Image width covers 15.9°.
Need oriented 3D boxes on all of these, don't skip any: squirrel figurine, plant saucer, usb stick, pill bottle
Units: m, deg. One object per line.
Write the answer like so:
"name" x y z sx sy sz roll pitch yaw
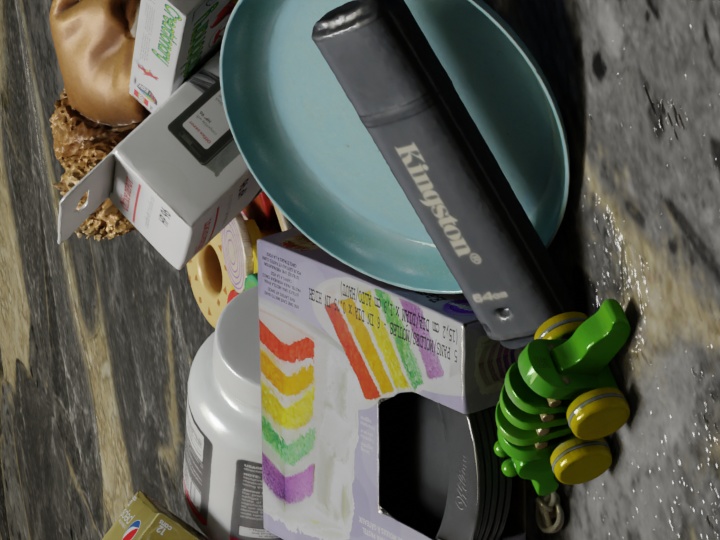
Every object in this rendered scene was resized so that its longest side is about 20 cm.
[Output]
"squirrel figurine" -0.124 -0.107 1.742 0.187 0.141 0.200 40 108 38
"plant saucer" 0.020 -0.078 1.308 0.200 0.027 0.200 19 132 23
"usb stick" 0.042 -0.048 1.273 0.055 0.033 0.200 -17 113 37
"pill bottle" -0.059 0.097 1.694 0.200 0.111 0.111 99 156 -56

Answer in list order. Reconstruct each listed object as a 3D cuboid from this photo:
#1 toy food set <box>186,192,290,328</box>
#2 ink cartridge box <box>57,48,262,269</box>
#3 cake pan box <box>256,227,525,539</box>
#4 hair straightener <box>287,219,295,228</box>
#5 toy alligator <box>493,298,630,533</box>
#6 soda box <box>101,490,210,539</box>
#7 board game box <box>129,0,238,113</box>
"toy food set" -0.074 0.006 1.820 0.198 0.049 0.200 103 153 -52
"ink cartridge box" -0.085 -0.073 1.518 0.068 0.200 0.116 45 166 4
"cake pan box" 0.018 0.086 1.419 0.200 0.052 0.184 24 122 49
"hair straightener" 0.000 0.000 1.512 0.041 0.077 0.200 90 162 -58
"toy alligator" 0.091 0.081 1.296 0.200 0.054 0.059 103 153 -53
"soda box" -0.088 0.236 1.755 0.200 0.068 0.064 38 177 -19
"board game box" -0.075 -0.165 1.463 0.035 0.126 0.200 42 166 4
